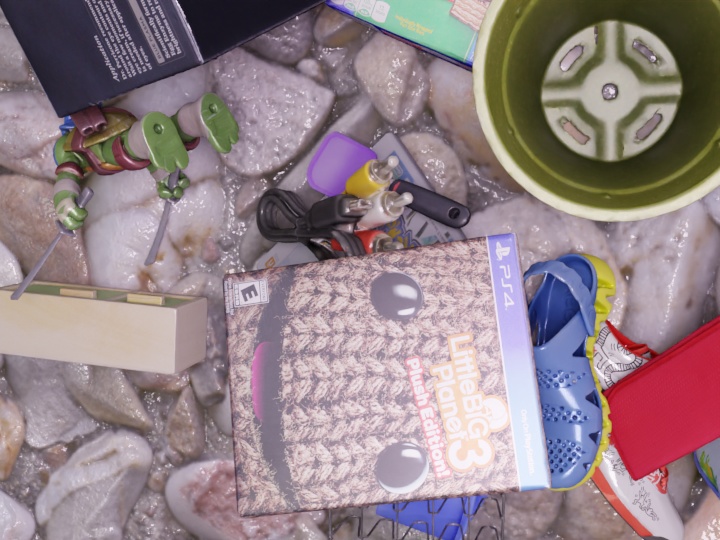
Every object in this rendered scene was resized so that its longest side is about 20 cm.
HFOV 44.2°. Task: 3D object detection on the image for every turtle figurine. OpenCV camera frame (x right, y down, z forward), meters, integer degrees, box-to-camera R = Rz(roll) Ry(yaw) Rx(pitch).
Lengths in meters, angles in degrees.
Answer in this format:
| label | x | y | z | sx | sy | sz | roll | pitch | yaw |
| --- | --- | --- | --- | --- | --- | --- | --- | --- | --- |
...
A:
| label | x | y | z | sx | sy | sz | roll | pitch | yaw |
| --- | --- | --- | --- | --- | --- | --- | --- | --- | --- |
| turtle figurine | -0.199 | -0.074 | 0.795 | 0.193 | 0.143 | 0.202 | -12 | 71 | 42 |

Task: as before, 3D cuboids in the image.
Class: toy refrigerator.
| label | x | y | z | sx | sy | sz | roll | pitch | yaw |
| --- | --- | --- | --- | --- | --- | --- | --- | --- | --- |
| toy refrigerator | -0.257 | 0.050 | 0.872 | 0.198 | 0.076 | 0.071 | 6 | 98 | 14 |

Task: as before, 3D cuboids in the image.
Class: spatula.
| label | x | y | z | sx | sy | sz | roll | pitch | yaw |
| --- | --- | --- | --- | --- | --- | --- | --- | --- | --- |
| spatula | 0.021 | -0.070 | 0.738 | 0.199 | 0.021 | 0.057 | 29 | 85 | 49 |

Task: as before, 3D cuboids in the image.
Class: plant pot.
| label | x | y | z | sx | sy | sz | roll | pitch | yaw |
| --- | --- | --- | --- | --- | --- | --- | --- | --- | --- |
| plant pot | 0.194 | -0.145 | 0.678 | 0.198 | 0.190 | 0.203 | 2 | 98 | 13 |

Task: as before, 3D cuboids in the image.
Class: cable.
| label | x | y | z | sx | sy | sz | roll | pitch | yaw |
| --- | --- | --- | --- | --- | --- | --- | --- | --- | --- |
| cable | -0.026 | -0.033 | 0.745 | 0.050 | 0.199 | 0.098 | 1 | 87 | -30 |

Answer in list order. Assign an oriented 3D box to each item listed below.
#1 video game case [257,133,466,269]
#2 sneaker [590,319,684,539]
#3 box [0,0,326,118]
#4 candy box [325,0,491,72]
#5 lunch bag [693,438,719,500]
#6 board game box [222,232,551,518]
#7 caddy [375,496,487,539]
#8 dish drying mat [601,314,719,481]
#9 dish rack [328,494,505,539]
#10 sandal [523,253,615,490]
| label | x | y | z | sx | sy | sz | roll | pitch | yaw |
| --- | --- | --- | --- | --- | --- | --- | --- | --- | --- |
| video game case | 0.000 | 0.000 | 0.757 | 0.182 | 0.022 | 0.201 | -43 | 43 | 15 |
| sneaker | 0.239 | 0.138 | 0.764 | 0.108 | 0.067 | 0.202 | -42 | 83 | 17 |
| box | -0.145 | -0.227 | 0.706 | 0.199 | 0.197 | 0.118 | -5 | 116 | 42 |
| candy box | 0.088 | -0.284 | 0.746 | 0.168 | 0.077 | 0.202 | 25 | 101 | 11 |
| lunch bag | 0.331 | 0.086 | 0.689 | 0.082 | 0.161 | 0.202 | 13 | 100 | 1 |
| board game box | 0.019 | 0.075 | 0.601 | 0.198 | 0.097 | 0.161 | -9 | 78 | 9 |
| caddy | 0.083 | 0.135 | 0.761 | 0.104 | 0.141 | 0.202 | 14 | 100 | 6 |
| dish drying mat | 0.256 | 0.082 | 0.653 | 0.200 | 0.018 | 0.077 | -47 | 51 | 43 |
| dish rack | 0.044 | 0.167 | 0.676 | 0.152 | 0.055 | 0.202 | 2 | 96 | 10 |
| sandal | 0.155 | 0.073 | 0.714 | 0.079 | 0.087 | 0.202 | -9 | 67 | 36 |
